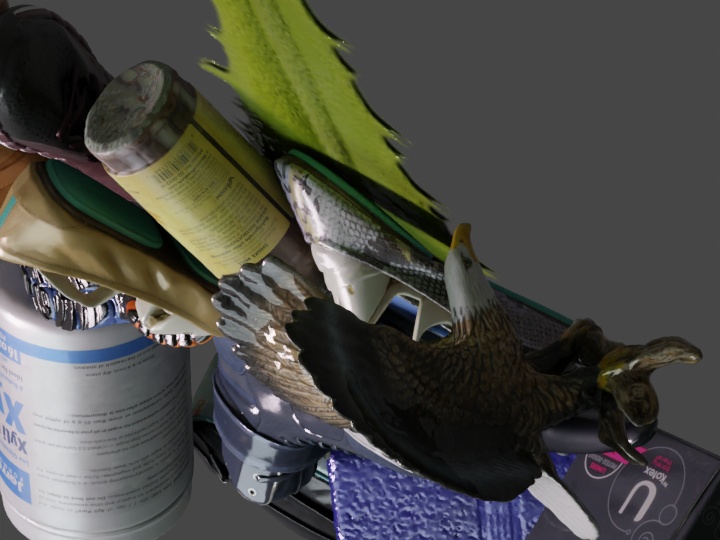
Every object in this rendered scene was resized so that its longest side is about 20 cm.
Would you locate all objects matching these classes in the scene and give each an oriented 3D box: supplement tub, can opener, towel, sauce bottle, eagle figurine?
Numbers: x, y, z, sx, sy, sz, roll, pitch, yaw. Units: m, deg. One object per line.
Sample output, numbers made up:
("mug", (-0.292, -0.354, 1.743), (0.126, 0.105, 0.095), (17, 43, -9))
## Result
("supplement tub", (-0.172, 0.068, 1.881), (0.132, 0.132, 0.201), (27, 135, 30))
("can opener", (0.113, 0.085, 1.700), (0.063, 0.079, 0.200), (43, 160, -20))
("towel", (0.082, 0.157, 1.849), (0.199, 0.148, 0.050), (2, -158, 19))
("sauce bottle", (-0.064, -0.027, 1.558), (0.200, 0.065, 0.065), (47, 165, -35))
("eagle figurine", (0.039, 0.052, 1.431), (0.152, 0.199, 0.151), (110, 147, -51))

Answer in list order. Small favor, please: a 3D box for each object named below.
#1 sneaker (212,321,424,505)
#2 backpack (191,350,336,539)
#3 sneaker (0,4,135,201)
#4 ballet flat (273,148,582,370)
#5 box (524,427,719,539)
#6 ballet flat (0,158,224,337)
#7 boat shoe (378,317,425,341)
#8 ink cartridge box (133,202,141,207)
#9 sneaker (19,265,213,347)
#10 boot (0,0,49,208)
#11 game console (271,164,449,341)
("sneaker", (-0.013, 0.097, 1.764), (0.202, 0.077, 0.147), (37, 141, 32))
("backpack", (-0.015, 0.105, 1.983), (0.199, 0.154, 0.176), (22, 170, -4))
("sneaker", (-0.122, -0.080, 1.582), (0.115, 0.076, 0.200), (16, 172, 20))
("ballet flat", (0.029, 0.015, 1.527), (0.200, 0.072, 0.072), (32, 173, -2))
("box", (0.213, 0.182, 1.738), (0.200, 0.106, 0.122), (37, 172, -35))
("ballet flat", (-0.118, -0.001, 1.600), (0.200, 0.063, 0.069), (28, -157, -37))
("boat shoe", (-0.020, 0.019, 1.839), (0.200, 0.074, 0.067), (37, 142, -20))
("ink cartridge box", (-0.236, -0.011, 1.931), (0.085, 0.200, 0.146), (27, 172, 31))
("sneaker", (-0.131, -0.003, 1.742), (0.200, 0.076, 0.078), (18, -150, 40))
("boot", (-0.217, -0.086, 1.634), (0.200, 0.077, 0.155), (-23, 129, 41))
("game console", (0.000, 0.000, 1.706), (0.177, 0.031, 0.200), (32, 173, -4))
